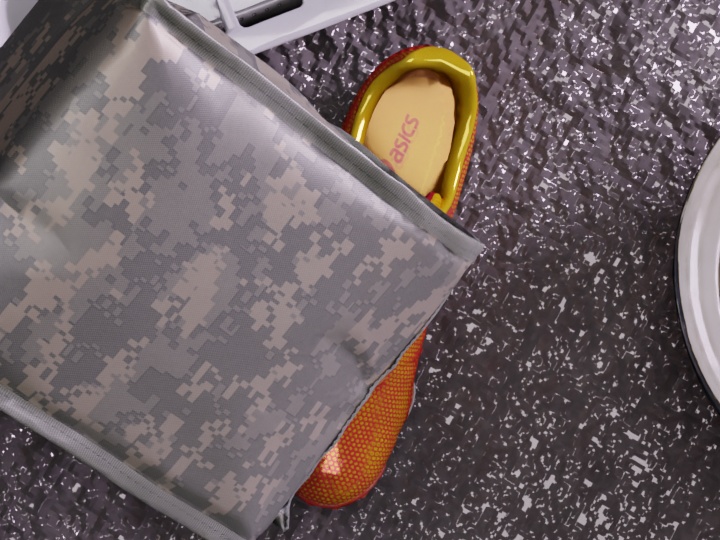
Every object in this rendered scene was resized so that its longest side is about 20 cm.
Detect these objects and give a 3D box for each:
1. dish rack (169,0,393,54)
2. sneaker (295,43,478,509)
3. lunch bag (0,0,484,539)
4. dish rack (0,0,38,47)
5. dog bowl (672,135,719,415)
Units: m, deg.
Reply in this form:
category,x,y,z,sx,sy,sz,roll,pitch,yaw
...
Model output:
category,x,y,z,sx,sy,sz,roll,pitch,yaw
dish rack,-0.054,-0.189,1.172,0.171,0.044,0.201,-22,87,-5
sneaker,0.000,0.000,1.189,0.073,0.077,0.201,12,87,-4
lunch bag,-0.070,-0.002,1.101,0.200,0.118,0.164,38,91,-27
dish rack,-0.186,-0.063,1.141,0.172,0.043,0.200,47,65,-21
dog bowl,0.228,0.012,1.181,0.199,0.074,0.201,-1,73,4
